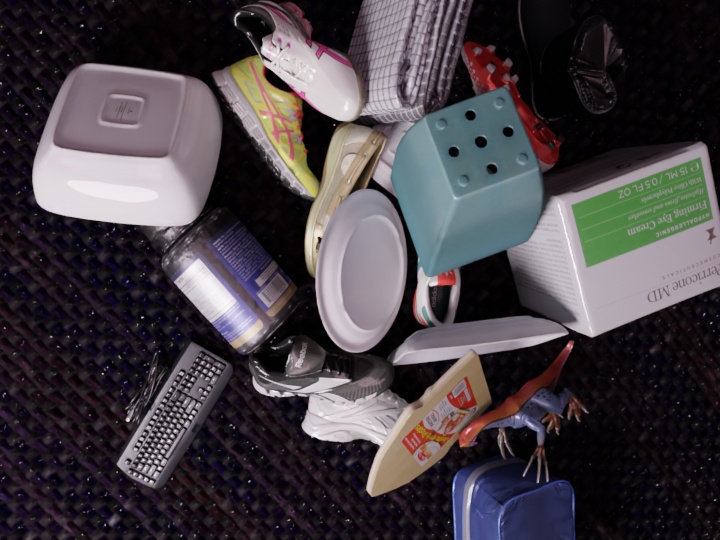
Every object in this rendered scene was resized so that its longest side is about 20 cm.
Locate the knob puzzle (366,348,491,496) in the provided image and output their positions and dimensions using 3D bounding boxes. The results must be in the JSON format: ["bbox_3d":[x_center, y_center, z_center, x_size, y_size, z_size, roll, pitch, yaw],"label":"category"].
[{"bbox_3d":[0.077,0.197,0.751,0.220,0.220,0.030,-48,57,-1],"label":"knob puzzle"}]

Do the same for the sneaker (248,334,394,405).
[{"bbox_3d":[-0.056,0.124,0.768,0.195,0.091,0.068,1,56,12],"label":"sneaker"}]

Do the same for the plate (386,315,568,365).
[{"bbox_3d":[0.135,0.090,0.773,0.194,0.200,0.033,-6,78,-6],"label":"plate"}]

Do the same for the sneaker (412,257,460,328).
[{"bbox_3d":[0.109,-0.016,0.801,0.068,0.093,0.205,2,97,-8],"label":"sneaker"}]

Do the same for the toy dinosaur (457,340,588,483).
[{"bbox_3d":[0.212,0.191,0.833,0.178,0.105,0.205,14,61,-25],"label":"toy dinosaur"}]

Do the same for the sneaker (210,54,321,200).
[{"bbox_3d":[-0.098,-0.182,0.762,0.090,0.078,0.202,-36,102,-9],"label":"sneaker"}]

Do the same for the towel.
[{"bbox_3d":[0.053,-0.280,0.724,0.084,0.165,0.205,13,94,-27],"label":"towel"}]

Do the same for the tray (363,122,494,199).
[{"bbox_3d":[0.090,-0.130,0.783,0.199,0.022,0.108,39,83,9],"label":"tray"}]

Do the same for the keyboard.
[{"bbox_3d":[-0.259,0.191,0.801,0.103,0.040,0.203,31,91,-11],"label":"keyboard"}]

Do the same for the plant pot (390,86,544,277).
[{"bbox_3d":[0.118,-0.099,0.662,0.138,0.200,0.144,-19,79,-1],"label":"plant pot"}]

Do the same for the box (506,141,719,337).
[{"bbox_3d":[0.308,-0.046,0.772,0.195,0.200,0.175,-20,101,-6],"label":"box"}]

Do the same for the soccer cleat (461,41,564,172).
[{"bbox_3d":[0.185,-0.210,0.804,0.068,0.085,0.202,-30,83,-43],"label":"soccer cleat"}]

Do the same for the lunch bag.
[{"bbox_3d":[0.209,0.369,0.844,0.133,0.132,0.206,-5,97,-23],"label":"lunch bag"}]

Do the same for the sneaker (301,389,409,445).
[{"bbox_3d":[0.022,0.183,0.823,0.195,0.078,0.102,7,92,-10],"label":"sneaker"}]

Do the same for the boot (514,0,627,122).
[{"bbox_3d":[0.260,-0.290,0.752,0.074,0.168,0.206,-7,97,-7],"label":"boot"}]

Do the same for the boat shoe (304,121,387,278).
[{"bbox_3d":[-0.020,-0.083,0.774,0.062,0.073,0.205,18,98,18],"label":"boat shoe"}]

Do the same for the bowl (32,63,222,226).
[{"bbox_3d":[-0.263,-0.158,0.691,0.194,0.075,0.204,6,59,-6],"label":"bowl"}]

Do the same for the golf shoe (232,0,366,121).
[{"bbox_3d":[-0.074,-0.243,0.713,0.200,0.091,0.073,48,132,22],"label":"golf shoe"}]

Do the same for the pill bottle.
[{"bbox_3d":[-0.173,-0.005,0.754,0.111,0.112,0.201,-40,100,-1],"label":"pill bottle"}]

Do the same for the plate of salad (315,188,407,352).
[{"bbox_3d":[0.000,0.000,0.765,0.047,0.198,0.206,7,102,36],"label":"plate of salad"}]
